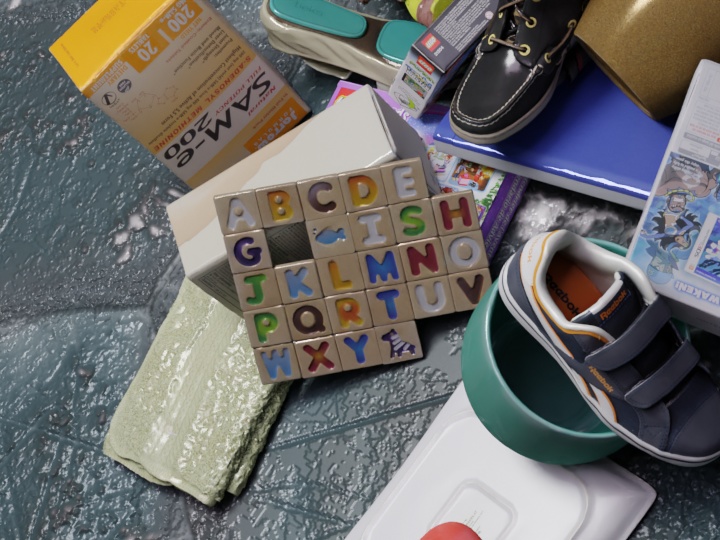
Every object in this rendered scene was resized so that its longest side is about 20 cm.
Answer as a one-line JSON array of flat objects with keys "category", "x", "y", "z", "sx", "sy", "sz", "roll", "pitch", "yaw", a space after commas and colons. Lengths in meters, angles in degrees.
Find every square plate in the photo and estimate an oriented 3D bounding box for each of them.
[{"category": "square plate", "x": 0.089, "y": 0.193, "z": 1.609, "sx": 0.198, "sy": 0.028, "sz": 0.200, "roll": 34, "pitch": 85, "yaw": 39}]

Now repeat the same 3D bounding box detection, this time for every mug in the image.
[{"category": "mug", "x": 0.165, "y": 0.063, "z": 1.572, "sx": 0.185, "sy": 0.114, "sz": 0.152, "roll": -7, "pitch": 72, "yaw": -15}]

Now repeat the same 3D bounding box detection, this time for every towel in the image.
[{"category": "towel", "x": -0.123, "y": 0.088, "z": 1.785, "sx": 0.148, "sy": 0.036, "sz": 0.200, "roll": 18, "pitch": 75, "yaw": 35}]

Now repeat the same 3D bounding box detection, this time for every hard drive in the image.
[{"category": "hard drive", "x": 0.175, "y": -0.120, "z": 1.692, "sx": 0.200, "sy": 0.025, "sz": 0.132, "roll": 18, "pitch": 56, "yaw": 30}]

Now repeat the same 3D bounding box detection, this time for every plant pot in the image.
[{"category": "plant pot", "x": 0.265, "y": -0.213, "z": 1.626, "sx": 0.200, "sy": 0.186, "sz": 0.186, "roll": -44, "pitch": 51, "yaw": 5}]

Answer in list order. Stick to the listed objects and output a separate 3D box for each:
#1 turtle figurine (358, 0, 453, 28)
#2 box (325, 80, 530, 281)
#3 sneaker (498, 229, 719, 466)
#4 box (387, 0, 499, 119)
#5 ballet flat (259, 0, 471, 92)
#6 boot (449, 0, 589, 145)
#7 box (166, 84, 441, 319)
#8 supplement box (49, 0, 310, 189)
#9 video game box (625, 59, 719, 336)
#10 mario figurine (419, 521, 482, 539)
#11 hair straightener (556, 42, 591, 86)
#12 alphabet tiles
[{"category": "turtle figurine", "x": 0.018, "y": -0.252, "z": 1.822, "sx": 0.161, "sy": 0.200, "sz": 0.064, "roll": 31, "pitch": 115, "yaw": 28}, {"category": "box", "x": 0.038, "y": -0.072, "z": 1.774, "sx": 0.200, "sy": 0.039, "sz": 0.137, "roll": 18, "pitch": 75, "yaw": 36}, {"category": "sneaker", "x": 0.181, "y": 0.053, "z": 1.475, "sx": 0.200, "sy": 0.079, "sz": 0.078, "roll": 42, "pitch": 66, "yaw": 3}, {"category": "box", "x": 0.106, "y": -0.218, "z": 1.742, "sx": 0.035, "sy": 0.110, "sz": 0.200, "roll": 41, "pitch": 72, "yaw": 3}, {"category": "ballet flat", "x": 0.008, "y": -0.185, "z": 1.830, "sx": 0.200, "sy": 0.069, "sz": 0.070, "roll": 21, "pitch": 75, "yaw": 10}, {"category": "boot", "x": 0.122, "y": -0.207, "z": 1.623, "sx": 0.073, "sy": 0.151, "sz": 0.200, "roll": 27, "pitch": 65, "yaw": 29}, {"category": "box", "x": -0.045, "y": -0.053, "z": 1.730, "sx": 0.200, "sy": 0.095, "sz": 0.078, "roll": -30, "pitch": 54, "yaw": 14}, {"category": "supplement box", "x": -0.150, "y": -0.161, "z": 1.831, "sx": 0.126, "sy": 0.200, "sz": 0.074, "roll": -44, "pitch": 48, "yaw": 4}, {"category": "video game box", "x": 0.303, "y": -0.031, "z": 1.531, "sx": 0.200, "sy": 0.047, "sz": 0.182, "roll": 22, "pitch": 70, "yaw": 4}, {"category": "mario figurine", "x": 0.097, "y": 0.271, "z": 1.520, "sx": 0.123, "sy": 0.106, "sz": 0.200, "roll": -19, "pitch": 80, "yaw": -20}, {"category": "hair straightener", "x": 0.180, "y": -0.205, "z": 1.728, "sx": 0.077, "sy": 0.041, "sz": 0.200, "roll": 28, "pitch": 67, "yaw": 30}, {"category": "alphabet tiles", "x": 0.000, "y": 0.000, "z": 1.687, "sx": 0.200, "sy": 0.167, "sz": 0.008, "roll": -10, "pitch": 23, "yaw": 8}]
